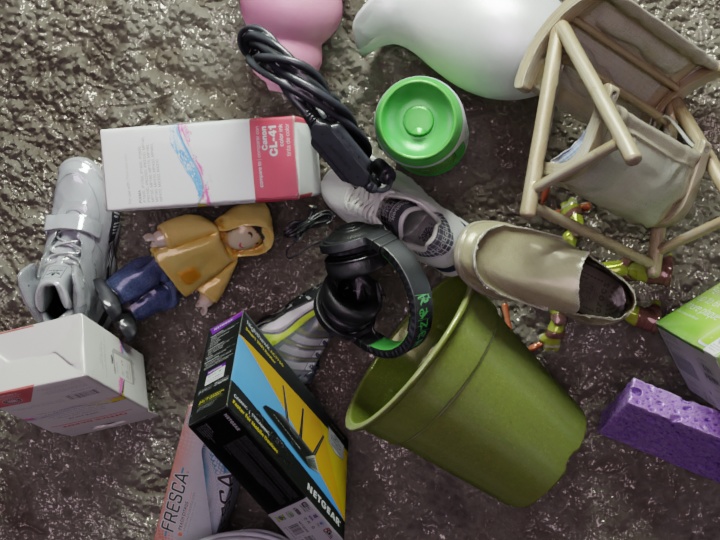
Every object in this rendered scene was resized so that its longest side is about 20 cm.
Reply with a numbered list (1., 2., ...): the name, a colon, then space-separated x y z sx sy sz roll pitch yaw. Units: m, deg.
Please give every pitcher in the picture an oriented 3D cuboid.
1. pitcher: 0.114 -0.270 1.098 0.198 0.121 0.173 21 87 18

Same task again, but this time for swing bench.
1. swing bench: 0.252 -0.129 1.017 0.129 0.198 0.202 -28 52 43

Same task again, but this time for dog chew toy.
1. dog chew toy: -0.069 -0.285 1.117 0.123 0.125 0.202 9 102 7

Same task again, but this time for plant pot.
1. plant pot: 0.119 0.132 1.088 0.189 0.200 0.201 38 96 -9

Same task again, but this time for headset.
1. headset: 0.000 0.000 1.064 0.199 0.094 0.125 33 131 33

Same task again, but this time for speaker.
1. speaker: 0.062 -0.137 1.060 0.087 0.200 0.090 0 92 7

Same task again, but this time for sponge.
1. sponge: 0.346 0.173 1.084 0.198 0.112 0.030 21 65 5

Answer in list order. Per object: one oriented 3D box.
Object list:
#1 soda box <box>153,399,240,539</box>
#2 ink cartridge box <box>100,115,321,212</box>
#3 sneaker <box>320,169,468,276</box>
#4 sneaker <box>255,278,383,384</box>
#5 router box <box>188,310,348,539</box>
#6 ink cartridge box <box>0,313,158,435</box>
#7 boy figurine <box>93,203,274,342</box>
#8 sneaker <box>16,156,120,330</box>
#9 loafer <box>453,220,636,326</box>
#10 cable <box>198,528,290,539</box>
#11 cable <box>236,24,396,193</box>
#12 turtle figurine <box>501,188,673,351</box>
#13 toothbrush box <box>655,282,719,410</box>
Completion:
1. soda box: -0.166 0.231 1.155 0.068 0.064 0.202 18 107 6
2. ink cartridge box: -0.148 -0.110 1.113 0.198 0.148 0.087 -1 97 6
3. sneaker: 0.027 -0.064 1.100 0.199 0.080 0.077 28 96 35
4. sneaker: -0.058 0.073 1.158 0.199 0.074 0.081 -29 100 12
5. router box: -0.085 0.160 1.077 0.051 0.150 0.201 -27 119 17
6. ink cartridge box: -0.298 0.115 1.134 0.115 0.200 0.068 -12 68 7
7. boy figurine: -0.177 -0.004 1.150 0.199 0.065 0.125 -29 131 -7
8. sneaker: -0.307 -0.022 1.155 0.074 0.115 0.202 0 92 7
9. loafer: 0.179 0.001 1.018 0.198 0.068 0.077 16 81 -24
10. cable: -0.137 0.365 1.132 0.198 0.069 0.202 5 114 -18
11. cable: -0.041 -0.161 1.034 0.051 0.163 0.200 -39 113 10
12. turtle figurine: 0.234 -0.001 1.113 0.159 0.064 0.202 11 94 7
13. toothbrush box: 0.407 0.048 1.034 0.199 0.146 0.087 -30 102 0
